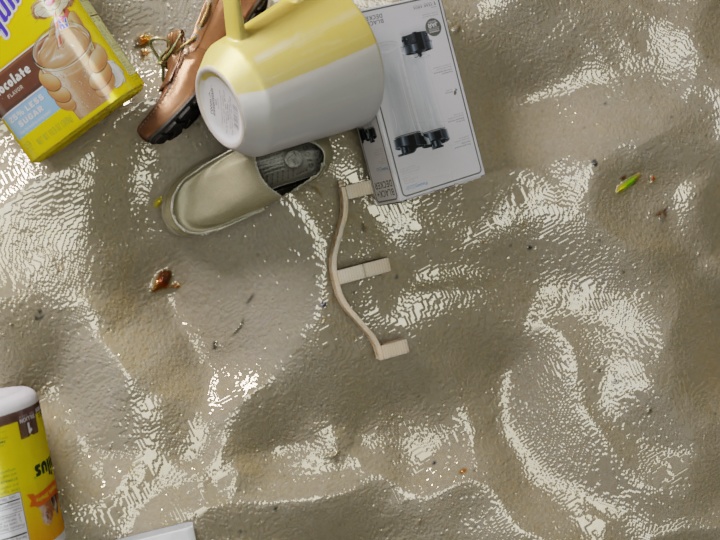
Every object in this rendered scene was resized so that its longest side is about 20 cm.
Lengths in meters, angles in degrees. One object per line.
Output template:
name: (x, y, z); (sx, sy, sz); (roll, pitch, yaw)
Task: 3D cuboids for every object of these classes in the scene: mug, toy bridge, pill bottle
mug: (-0.088, -0.204, 1.013); (0.152, 0.149, 0.189); (-30, 95, -30)
toy bridge: (0.000, 0.000, 1.124); (0.066, 0.027, 0.204); (-14, 94, -11)
pill bottle: (-0.356, 0.225, 1.015); (0.107, 0.109, 0.204); (-11, 95, -11)

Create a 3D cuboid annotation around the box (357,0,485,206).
box: (0.051, -0.181, 1.098); (0.115, 0.060, 0.204); (-19, 97, -25)

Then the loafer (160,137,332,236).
loafer: (-0.118, -0.098, 1.073); (0.198, 0.068, 0.077); (-28, 98, -10)

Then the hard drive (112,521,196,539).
hard drive: (-0.225, 0.384, 1.093); (0.129, 0.026, 0.204); (-11, 95, -12)

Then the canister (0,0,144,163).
canister: (-0.322, -0.226, 0.997); (0.147, 0.087, 0.202); (-30, 102, 18)

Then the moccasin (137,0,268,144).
moccasin: (-0.173, -0.223, 1.054); (0.077, 0.074, 0.203); (30, 89, -3)
